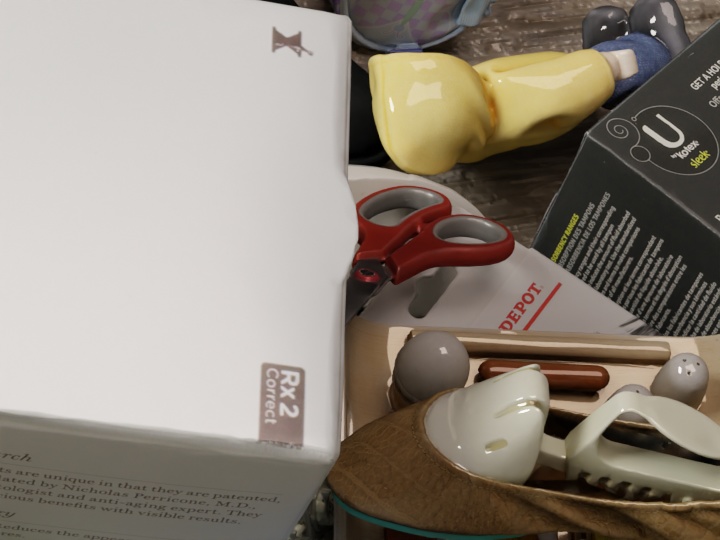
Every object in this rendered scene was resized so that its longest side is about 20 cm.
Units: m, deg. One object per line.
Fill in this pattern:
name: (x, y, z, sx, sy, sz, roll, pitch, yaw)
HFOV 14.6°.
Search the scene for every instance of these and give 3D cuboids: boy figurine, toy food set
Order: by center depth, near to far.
toy food set: (0.085, 0.081, 1.209, 0.200, 0.060, 0.144, 3, 64, -8)
boy figurine: (0.074, -0.090, 1.400, 0.200, 0.124, 0.064, -15, 94, -41)

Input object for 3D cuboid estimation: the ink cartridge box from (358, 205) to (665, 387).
ink cartridge box: (0.090, 0.072, 1.299, 0.200, 0.068, 0.116, 34, 49, 7)

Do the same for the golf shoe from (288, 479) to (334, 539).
golf shoe: (-0.071, 0.133, 1.184, 0.097, 0.078, 0.200, 9, 23, 27)

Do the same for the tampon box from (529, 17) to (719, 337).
tampon box: (0.203, -0.001, 1.364, 0.200, 0.126, 0.150, 39, 48, 14)

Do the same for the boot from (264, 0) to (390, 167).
boot: (-0.050, -0.150, 1.366, 0.198, 0.163, 0.073, 33, 49, 8)

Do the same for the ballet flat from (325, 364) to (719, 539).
ballet flat: (0.088, 0.076, 1.145, 0.200, 0.072, 0.068, 11, 42, -7)

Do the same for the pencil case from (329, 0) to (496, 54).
pencil case: (0.017, -0.211, 1.496, 0.091, 0.083, 0.200, -5, 52, -8)

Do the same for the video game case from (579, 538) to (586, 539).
video game case: (0.089, 0.230, 1.138, 0.143, 0.018, 0.200, -31, 84, -18)

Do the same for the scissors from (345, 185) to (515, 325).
scissors: (0.000, 0.000, 1.228, 0.073, 0.014, 0.200, 24, 28, 23)

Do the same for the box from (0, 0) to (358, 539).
box: (-0.113, -0.002, 1.095, 0.200, 0.131, 0.199, 8, 61, -13)

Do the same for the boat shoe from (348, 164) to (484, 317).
boat shoe: (-0.030, -0.024, 1.338, 0.200, 0.072, 0.069, 4, 21, -27)
